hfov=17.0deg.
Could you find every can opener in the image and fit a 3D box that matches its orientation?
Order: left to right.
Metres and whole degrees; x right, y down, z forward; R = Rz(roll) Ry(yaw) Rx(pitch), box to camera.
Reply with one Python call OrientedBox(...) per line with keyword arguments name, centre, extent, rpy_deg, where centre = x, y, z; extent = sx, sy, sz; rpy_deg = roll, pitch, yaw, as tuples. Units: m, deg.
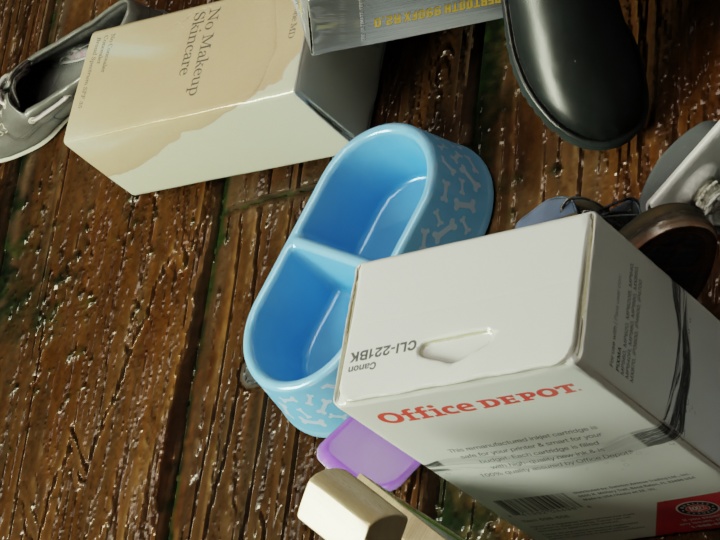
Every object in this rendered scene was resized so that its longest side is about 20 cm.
OrientedBox(name="can opener", centre=(0.222, -0.094, 1.312), extent=(0.200, 0.053, 0.066), rpy_deg=(-47, 43, 7))

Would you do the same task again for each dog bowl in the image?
OrientedBox(name="dog bowl", centre=(0.000, 0.000, 1.447), extent=(0.111, 0.050, 0.200), rpy_deg=(19, 77, 46))

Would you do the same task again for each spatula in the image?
OrientedBox(name="spatula", centre=(0.055, 0.045, 1.388), extent=(0.057, 0.021, 0.200), rpy_deg=(37, 88, 31))

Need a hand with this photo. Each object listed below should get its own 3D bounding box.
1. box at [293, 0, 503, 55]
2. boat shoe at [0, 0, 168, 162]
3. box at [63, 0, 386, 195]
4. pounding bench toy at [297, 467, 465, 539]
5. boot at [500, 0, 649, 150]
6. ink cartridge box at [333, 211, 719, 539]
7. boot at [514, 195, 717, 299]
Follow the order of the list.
OrientedBox(name="box", centre=(0.022, -0.229, 1.516), extent=(0.158, 0.048, 0.200), rpy_deg=(-13, 48, -7))
OrientedBox(name="boat shoe", centre=(-0.215, -0.139, 1.713), extent=(0.200, 0.057, 0.067), rpy_deg=(-24, 51, 28))
OrientedBox(name="box", centre=(-0.088, -0.118, 1.575), extent=(0.200, 0.078, 0.095), rpy_deg=(-11, 57, 36))
OrientedBox(name="pounding bench toy", centre=(0.004, 0.200, 1.208), extent=(0.156, 0.200, 0.124), rpy_deg=(-54, 43, -2))
OrientedBox(name="boot", centre=(0.117, -0.179, 1.340), extent=(0.073, 0.162, 0.198), rpy_deg=(-16, 77, -8))
OrientedBox(name="ink cartridge box", centre=(0.104, 0.061, 1.209), extent=(0.144, 0.200, 0.084), rpy_deg=(-12, 57, 35))
OrientedBox(name="boot", centre=(0.122, -0.013, 1.271), extent=(0.200, 0.075, 0.097), rpy_deg=(130, 140, -57))
